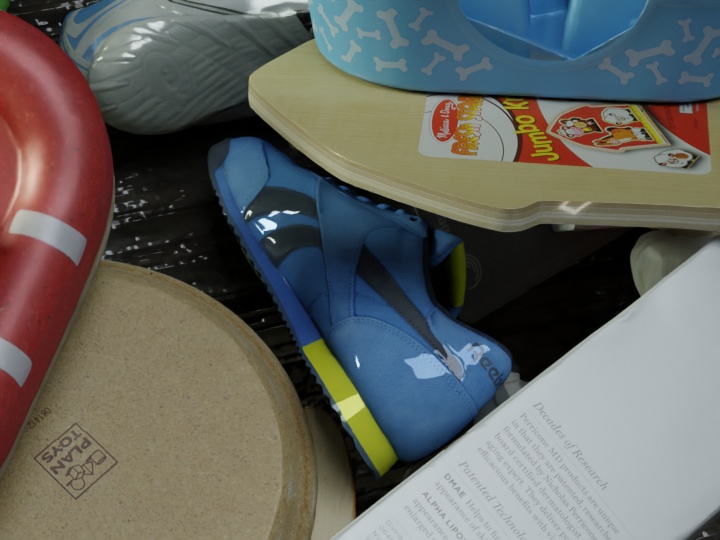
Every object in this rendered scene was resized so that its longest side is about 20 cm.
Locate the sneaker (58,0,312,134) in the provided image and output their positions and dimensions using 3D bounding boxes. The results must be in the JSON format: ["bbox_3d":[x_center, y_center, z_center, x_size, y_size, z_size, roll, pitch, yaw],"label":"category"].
[{"bbox_3d":[-0.036,-0.099,1.153,0.199,0.072,0.073,-4,32,-27],"label":"sneaker"}]

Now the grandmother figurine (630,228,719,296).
[{"bbox_3d":[0.162,-0.041,1.078,0.061,0.121,0.200,58,42,-16],"label":"grandmother figurine"}]

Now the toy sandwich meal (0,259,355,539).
[{"bbox_3d":[-0.102,0.087,1.009,0.204,0.070,0.206,2,62,-4],"label":"toy sandwich meal"}]

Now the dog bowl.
[{"bbox_3d":[0.072,-0.108,1.036,0.199,0.050,0.112,3,28,1],"label":"dog bowl"}]

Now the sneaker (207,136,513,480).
[{"bbox_3d":[0.000,0.000,1.057,0.078,0.066,0.200,-33,41,0],"label":"sneaker"}]

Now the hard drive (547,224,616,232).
[{"bbox_3d":[0.163,-0.089,1.168,0.199,0.025,0.133,-4,90,-33],"label":"hard drive"}]

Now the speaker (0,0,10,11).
[{"bbox_3d":[-0.185,-0.126,1.112,0.088,0.089,0.201,18,54,-5],"label":"speaker"}]

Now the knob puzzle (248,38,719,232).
[{"bbox_3d":[0.056,-0.056,1.022,0.218,0.031,0.220,2,29,-1],"label":"knob puzzle"}]

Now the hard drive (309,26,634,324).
[{"bbox_3d":[0.083,-0.078,1.151,0.199,0.033,0.140,-29,103,-30],"label":"hard drive"}]

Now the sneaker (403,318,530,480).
[{"bbox_3d":[0.033,0.114,1.024,0.115,0.075,0.201,-19,65,-24],"label":"sneaker"}]

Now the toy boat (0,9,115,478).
[{"bbox_3d":[-0.168,-0.015,0.942,0.130,0.131,0.201,16,61,9],"label":"toy boat"}]

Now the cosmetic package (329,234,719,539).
[{"bbox_3d":[0.069,0.086,0.949,0.200,0.113,0.081,-38,83,-26],"label":"cosmetic package"}]
